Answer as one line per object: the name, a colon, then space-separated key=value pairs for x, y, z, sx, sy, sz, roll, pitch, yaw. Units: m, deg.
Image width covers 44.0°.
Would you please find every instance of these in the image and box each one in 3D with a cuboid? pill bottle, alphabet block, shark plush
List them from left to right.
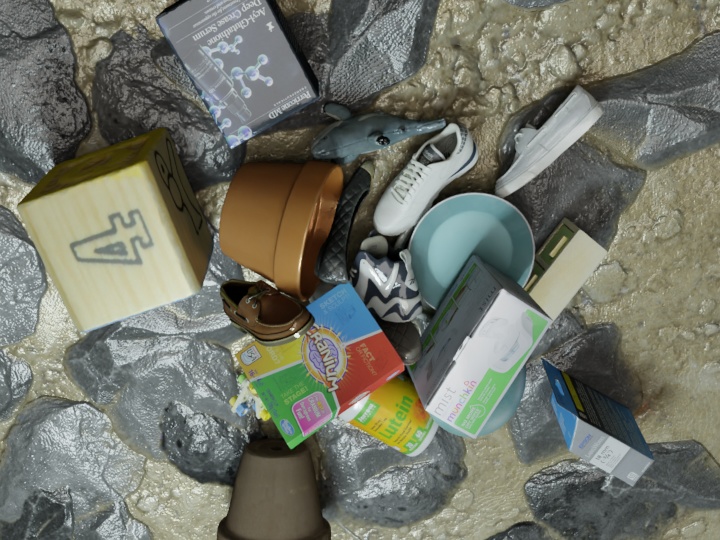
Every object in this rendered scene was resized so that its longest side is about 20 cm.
alphabet block: x=-0.340 y=-0.062 z=1.279 sx=0.192 sy=0.196 sz=0.204 roll=-18 pitch=112 yaw=3
pill bottle: x=0.026 y=0.209 z=1.448 sx=0.198 sy=0.112 sz=0.112 roll=30 pitch=108 yaw=-14
shark plush: x=0.025 y=-0.188 z=1.299 sx=0.195 sy=0.084 sz=0.093 roll=3 pitch=110 yaw=-4

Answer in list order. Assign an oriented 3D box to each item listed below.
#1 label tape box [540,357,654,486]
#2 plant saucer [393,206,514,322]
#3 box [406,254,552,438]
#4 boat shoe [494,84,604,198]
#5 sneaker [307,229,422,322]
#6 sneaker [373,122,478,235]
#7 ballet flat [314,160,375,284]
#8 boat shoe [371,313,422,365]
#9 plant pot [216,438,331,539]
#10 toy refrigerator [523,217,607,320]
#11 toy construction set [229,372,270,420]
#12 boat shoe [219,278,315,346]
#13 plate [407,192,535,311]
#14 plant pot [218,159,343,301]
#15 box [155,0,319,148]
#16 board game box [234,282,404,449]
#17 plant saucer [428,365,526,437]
label tape box: x=0.370 y=0.247 z=1.462 sx=0.197 sy=0.145 sz=0.064 roll=30 pitch=111 yaw=-13
plant saucer: x=0.142 y=-0.014 z=1.395 sx=0.195 sy=0.050 sz=0.205 roll=-1 pitch=113 yaw=-1
box: x=0.162 y=0.103 z=1.282 sx=0.096 sy=0.177 sz=0.202 roll=30 pitch=99 yaw=-14
boat shoe: x=0.267 y=-0.191 z=1.323 sx=0.200 sy=0.072 sz=0.069 roll=-43 pitch=87 yaw=21
sneaker: x=0.000 y=0.000 z=1.356 sx=0.196 sy=0.079 sz=0.133 roll=9 pitch=112 yaw=36
sneaker: x=0.085 y=-0.137 z=1.313 sx=0.200 sy=0.080 sz=0.076 roll=-48 pitch=70 yaw=8
ballet flat: x=-0.013 y=-0.070 z=1.317 sx=0.056 sy=0.067 sz=0.204 roll=17 pitch=72 yaw=9
boat shoe: x=0.033 y=0.108 z=1.378 sx=0.074 sy=0.199 sz=0.074 roll=-35 pitch=121 yaw=-21
plant pot: x=-0.143 y=0.382 z=1.484 sx=0.195 sy=0.200 sz=0.179 roll=2 pitch=96 yaw=-3
toy refrigerator: x=0.287 y=0.021 z=1.391 sx=0.069 sy=0.076 sz=0.201 roll=34 pitch=101 yaw=-15
toy construction set: x=-0.129 y=0.148 z=1.400 sx=0.093 sy=0.130 sz=0.201 roll=51 pitch=141 yaw=16
boat shoe: x=-0.143 y=0.055 z=1.261 sx=0.072 sy=0.198 sz=0.069 roll=-43 pitch=118 yaw=-29
plate: x=0.166 y=-0.025 z=1.352 sx=0.195 sy=0.026 sz=0.205 roll=-1 pitch=113 yaw=-3
plant pot: x=-0.118 y=-0.072 z=1.294 sx=0.137 sy=0.200 sz=0.204 roll=15 pitch=112 yaw=8
box: x=-0.165 y=-0.301 z=1.233 sx=0.146 sy=0.108 sz=0.202 roll=-27 pitch=112 yaw=8
board game box: x=-0.058 y=0.131 z=1.272 sx=0.198 sy=0.040 sz=0.154 roll=-33 pitch=72 yaw=-9
plant saucer: x=0.187 y=0.166 z=1.427 sx=0.196 sy=0.039 sz=0.206 roll=1 pitch=87 yaw=-18
